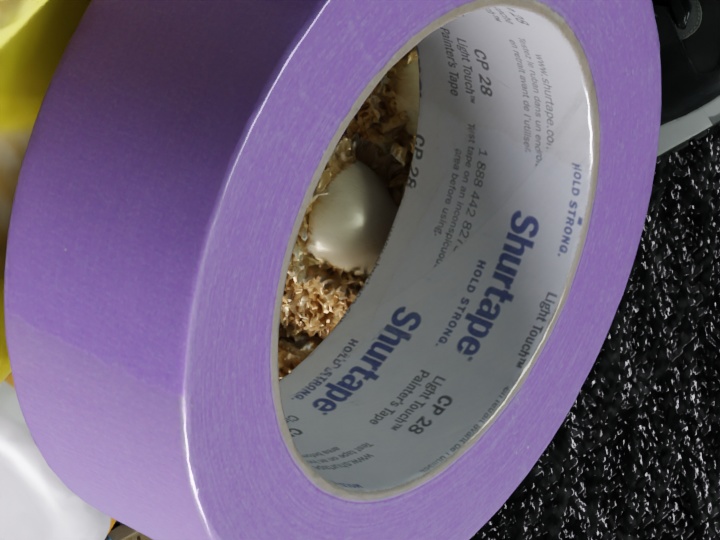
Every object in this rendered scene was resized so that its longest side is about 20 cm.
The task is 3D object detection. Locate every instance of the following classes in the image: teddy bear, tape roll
[{"bbox_3d":[0.000,0.000,0.950,0.200,0.066,0.146,65,46,-72],"label":"teddy bear"},{"bbox_3d":[-0.002,-0.015,0.779,0.200,0.065,0.201,-33,134,-42],"label":"tape roll"}]

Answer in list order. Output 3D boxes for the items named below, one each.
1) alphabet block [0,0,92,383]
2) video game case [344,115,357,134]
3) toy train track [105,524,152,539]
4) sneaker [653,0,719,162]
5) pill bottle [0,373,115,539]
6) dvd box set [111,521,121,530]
[{"bbox_3d":[-0.154,-0.108,0.779,0.196,0.199,0.197,-52,131,-21],"label":"alphabet block"},{"bbox_3d":[-0.036,-0.067,1.091,0.181,0.036,0.201,-21,96,-53],"label":"video game case"},{"bbox_3d":[-0.095,0.097,0.991,0.200,0.032,0.115,-29,130,-43],"label":"toy train track"},{"bbox_3d":[0.090,-0.086,1.190,0.199,0.076,0.088,-36,120,1],"label":"sneaker"},{"bbox_3d":[-0.089,-0.012,0.926,0.201,0.116,0.117,-59,135,-30],"label":"pill bottle"},{"bbox_3d":[-0.101,0.063,1.034,0.200,0.029,0.147,17,76,-53],"label":"dvd box set"}]
